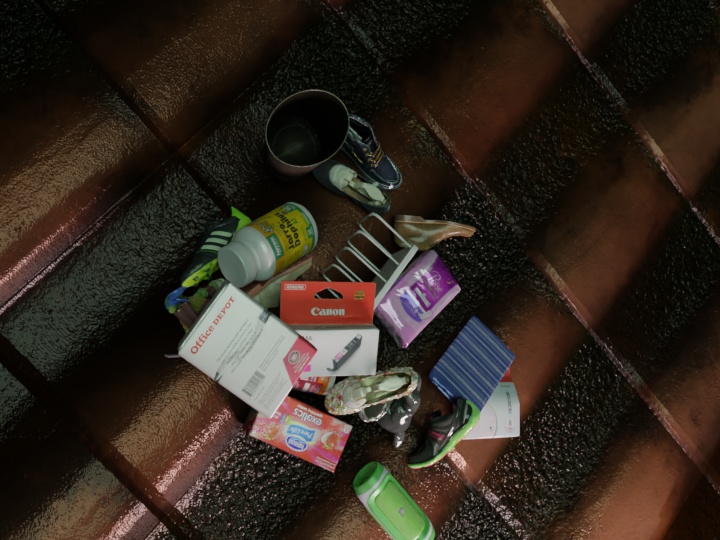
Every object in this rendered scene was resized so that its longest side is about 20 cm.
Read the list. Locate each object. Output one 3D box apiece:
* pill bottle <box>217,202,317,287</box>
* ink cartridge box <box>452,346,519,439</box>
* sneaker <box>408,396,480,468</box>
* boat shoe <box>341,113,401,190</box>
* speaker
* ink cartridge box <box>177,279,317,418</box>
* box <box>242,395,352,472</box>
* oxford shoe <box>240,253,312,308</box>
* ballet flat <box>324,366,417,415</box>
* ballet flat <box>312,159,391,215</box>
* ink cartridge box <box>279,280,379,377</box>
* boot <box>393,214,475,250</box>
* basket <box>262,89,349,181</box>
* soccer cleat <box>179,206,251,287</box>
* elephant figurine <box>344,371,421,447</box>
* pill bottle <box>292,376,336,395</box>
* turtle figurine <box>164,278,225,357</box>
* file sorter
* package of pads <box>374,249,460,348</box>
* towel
[{"bbox_3d":[-0.185,-0.050,1.239,0.199,0.112,0.114,-36,97,-42],"label":"pill bottle"},{"bbox_3d":[0.291,0.282,1.440,0.158,0.057,0.206,2,88,-19],"label":"ink cartridge box"},{"bbox_3d":[0.175,0.357,1.365,0.200,0.077,0.084,-45,73,7],"label":"sneaker"},{"bbox_3d":[0.023,-0.258,1.378,0.199,0.091,0.071,40,74,-11],"label":"boat shoe"},{"bbox_3d":[0.071,0.506,1.322,0.088,0.088,0.201,-42,98,-18],"label":"speaker"},{"bbox_3d":[-0.197,0.134,1.081,0.199,0.084,0.146,39,83,-16],"label":"ink cartridge box"},{"bbox_3d":[-0.129,0.319,1.264,0.197,0.095,0.102,28,77,-14],"label":"box"},{"bbox_3d":[-0.179,0.030,1.303,0.198,0.070,0.075,-32,121,-20],"label":"oxford shoe"},{"bbox_3d":[0.021,0.233,1.230,0.195,0.064,0.077,-19,81,-5],"label":"ballet flat"},{"bbox_3d":[-0.014,-0.190,1.370,0.197,0.073,0.074,31,76,-13],"label":"ballet flat"},{"bbox_3d":[-0.060,0.113,1.196,0.195,0.044,0.178,1,102,-16],"label":"ink cartridge box"},{"bbox_3d":[0.168,-0.083,1.427,0.194,0.074,0.078,3,90,-9],"label":"boot"},{"bbox_3d":[-0.128,-0.262,1.268,0.179,0.199,0.138,-34,96,-18],"label":"basket"},{"bbox_3d":[-0.302,-0.047,1.259,0.081,0.068,0.200,40,62,6],"label":"soccer cleat"},{"bbox_3d":[0.020,0.255,1.314,0.195,0.143,0.158,15,47,-14],"label":"elephant figurine"},{"bbox_3d":[-0.151,0.183,1.263,0.195,0.109,0.113,14,80,-17],"label":"pill bottle"},{"bbox_3d":[-0.271,0.100,1.189,0.190,0.202,0.145,24,54,6],"label":"turtle figurine"},{"bbox_3d":[0.000,0.000,1.321,0.124,0.139,0.201,39,74,-8],"label":"file sorter"},{"bbox_3d":[0.121,0.063,1.388,0.199,0.075,0.121,-42,101,-18],"label":"package of pads"},{"bbox_3d":[0.257,0.221,1.425,0.145,0.024,0.200,43,62,1],"label":"towel"}]
